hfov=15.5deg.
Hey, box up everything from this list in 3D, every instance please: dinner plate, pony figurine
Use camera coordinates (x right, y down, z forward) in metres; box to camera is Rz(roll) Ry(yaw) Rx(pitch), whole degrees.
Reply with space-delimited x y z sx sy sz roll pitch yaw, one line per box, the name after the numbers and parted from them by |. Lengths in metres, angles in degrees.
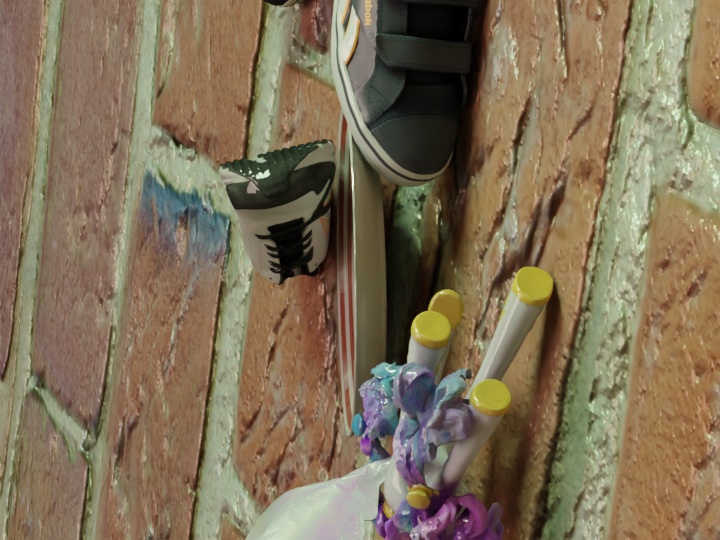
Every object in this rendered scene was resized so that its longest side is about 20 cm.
0.000 0.000 1.597 0.200 0.024 0.202 178 90 -86 | dinner plate
0.036 0.116 1.439 0.193 0.166 0.201 -65 -5 -51 | pony figurine

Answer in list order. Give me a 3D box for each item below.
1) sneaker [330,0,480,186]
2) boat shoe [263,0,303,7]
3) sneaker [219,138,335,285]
0.028 -0.153 1.532 0.079 0.078 0.201 -23 73 54 | sneaker
-0.037 -0.232 1.711 0.200 0.062 0.075 138 131 -57 | boat shoe
-0.044 -0.035 1.666 0.200 0.073 0.081 55 -156 -85 | sneaker
